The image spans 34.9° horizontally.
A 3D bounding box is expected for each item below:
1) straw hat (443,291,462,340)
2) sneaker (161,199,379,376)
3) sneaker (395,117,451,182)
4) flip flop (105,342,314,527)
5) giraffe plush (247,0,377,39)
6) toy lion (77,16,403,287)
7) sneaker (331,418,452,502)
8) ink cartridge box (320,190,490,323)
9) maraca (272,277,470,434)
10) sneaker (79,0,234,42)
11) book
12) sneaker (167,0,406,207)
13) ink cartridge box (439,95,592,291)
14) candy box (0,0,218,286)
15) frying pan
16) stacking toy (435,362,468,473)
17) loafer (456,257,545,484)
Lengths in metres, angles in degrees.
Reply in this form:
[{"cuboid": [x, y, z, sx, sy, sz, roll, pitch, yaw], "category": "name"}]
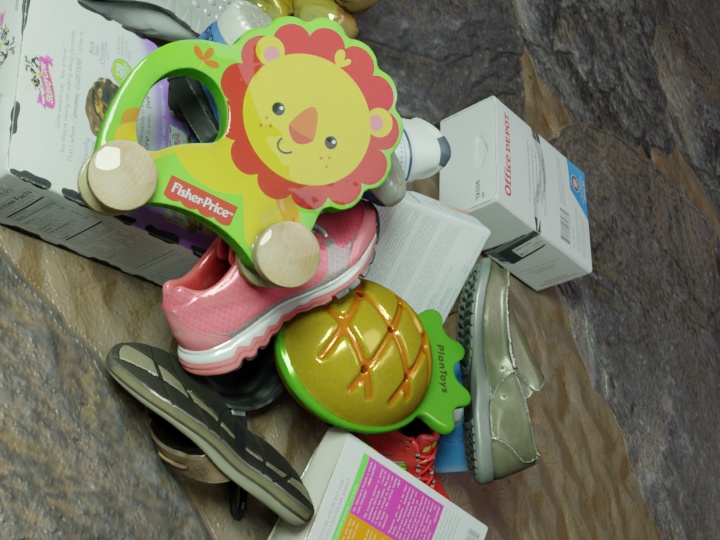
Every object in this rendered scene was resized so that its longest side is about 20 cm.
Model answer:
[{"cuboid": [0.068, 0.004, 1.148, 0.201, 0.085, 0.202, 28, 51, -41], "category": "straw hat"}, {"cuboid": [-0.065, -0.006, 0.875, 0.200, 0.074, 0.087, -39, 125, -22], "category": "sneaker"}, {"cuboid": [0.027, -0.115, 1.088, 0.070, 0.200, 0.074, -1, 106, -17], "category": "sneaker"}, {"cuboid": [-0.118, 0.132, 0.865, 0.200, 0.058, 0.081, 44, 11, -17], "category": "flip flop"}, {"cuboid": [-0.046, -0.314, 1.139, 0.199, 0.173, 0.162, 35, 23, 13], "category": "giraffe plush"}, {"cuboid": [-0.074, -0.097, 0.810, 0.199, 0.069, 0.193, 25, 80, -18], "category": "toy lion"}, {"cuboid": [0.041, 0.168, 1.032, 0.201, 0.085, 0.077, 59, 39, -11], "category": "sneaker"}, {"cuboid": [0.000, 0.000, 1.029, 0.199, 0.163, 0.050, 19, 16, -30], "category": "ink cartridge box"}, {"cuboid": [0.012, 0.072, 0.952, 0.199, 0.107, 0.138, 14, 61, -33], "category": "maraca"}, {"cuboid": [-0.181, -0.225, 0.945, 0.199, 0.080, 0.077, 12, 67, -46], "category": "sneaker"}, {"cuboid": [0.019, 0.235, 0.962, 0.200, 0.048, 0.134, 40, 68, -35], "category": "book"}, {"cuboid": [-0.062, -0.103, 0.897, 0.200, 0.111, 0.077, 43, 24, -21], "category": "sneaker"}, {"cuboid": [0.181, -0.087, 1.340, 0.200, 0.084, 0.146, 32, 49, -40], "category": "ink cartridge box"}, {"cuboid": [-0.197, -0.100, 0.877, 0.199, 0.071, 0.169, 26, 54, -44], "category": "candy box"}, {"cuboid": [-0.090, 0.093, 0.943, 0.115, 0.031, 0.192, -19, 100, -44], "category": "frying pan"}, {"cuboid": [0.127, 0.139, 1.162, 0.200, 0.109, 0.117, 10, 71, -64], "category": "stacking toy"}, {"cuboid": [0.127, 0.089, 1.030, 0.075, 0.069, 0.202, 169, -80, -84], "category": "loafer"}]
